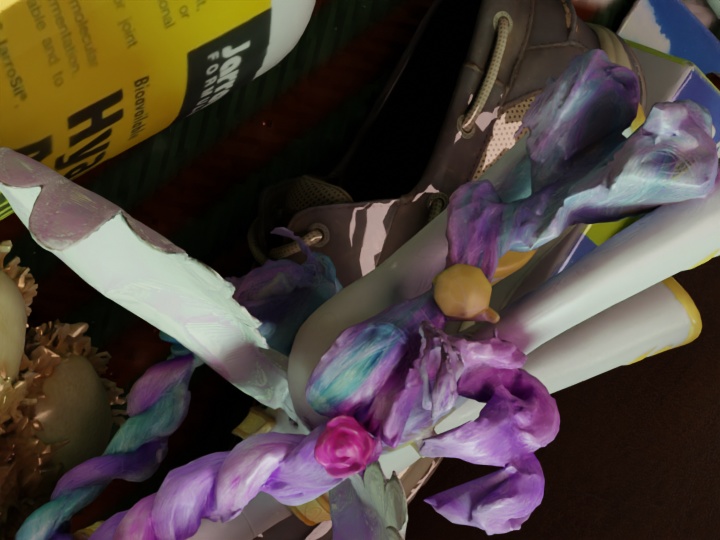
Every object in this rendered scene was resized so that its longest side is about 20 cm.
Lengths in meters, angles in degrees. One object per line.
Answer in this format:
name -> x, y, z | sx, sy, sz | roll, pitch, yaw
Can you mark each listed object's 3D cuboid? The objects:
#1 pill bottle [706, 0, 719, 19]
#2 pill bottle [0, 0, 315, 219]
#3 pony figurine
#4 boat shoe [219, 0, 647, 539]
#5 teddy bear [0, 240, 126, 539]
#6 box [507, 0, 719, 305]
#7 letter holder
pill bottle -> 0.194, -0.097, 0.832 | 0.111, 0.200, 0.112 | -12, 112, -32
pill bottle -> -0.080, -0.079, 0.701 | 0.199, 0.111, 0.112 | -31, 121, -23
pony figurine -> 0.001, 0.029, 0.692 | 0.200, 0.193, 0.167 | -34, 79, -13
boat shoe -> 0.000, 0.000, 0.818 | 0.073, 0.074, 0.201 | 39, 75, -25
teddy bear -> -0.143, 0.076, 0.733 | 0.201, 0.067, 0.145 | -57, 150, 4
box -> 0.079, 0.026, 0.889 | 0.122, 0.048, 0.200 | 39, 82, -37
letter holder -> 0.087, 0.095, 0.798 | 0.200, 0.142, 0.101 | -46, 126, -12
